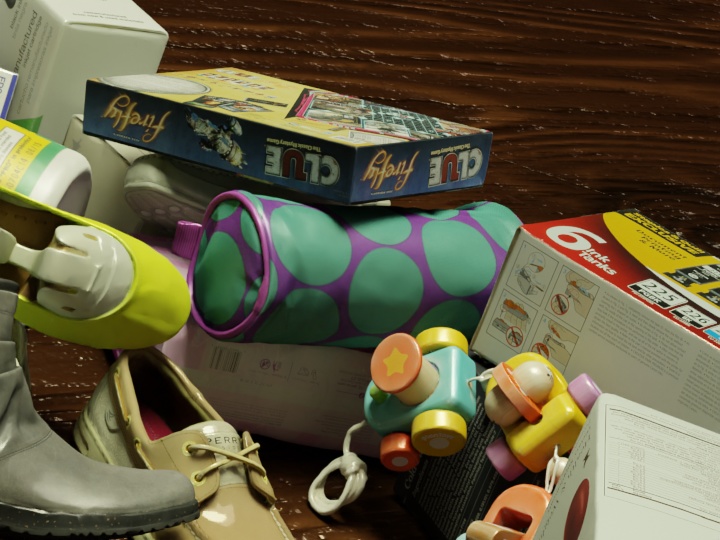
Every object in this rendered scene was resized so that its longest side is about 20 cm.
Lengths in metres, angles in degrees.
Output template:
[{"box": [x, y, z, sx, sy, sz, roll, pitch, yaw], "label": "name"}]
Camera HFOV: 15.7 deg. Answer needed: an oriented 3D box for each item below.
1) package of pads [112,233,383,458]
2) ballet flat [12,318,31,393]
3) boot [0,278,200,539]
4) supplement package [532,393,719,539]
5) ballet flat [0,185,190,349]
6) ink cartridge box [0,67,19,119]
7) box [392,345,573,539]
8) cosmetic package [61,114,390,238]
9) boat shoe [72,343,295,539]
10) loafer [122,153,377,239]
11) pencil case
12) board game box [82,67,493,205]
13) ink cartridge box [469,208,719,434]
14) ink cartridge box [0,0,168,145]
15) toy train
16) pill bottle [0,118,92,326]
[{"box": [-0.045, 0.047, 1.536, 0.200, 0.076, 0.121, 12, 22, -24], "label": "package of pads"}, {"box": [-0.200, 0.055, 1.380, 0.069, 0.070, 0.200, 15, 22, -16], "label": "ballet flat"}, {"box": [-0.168, 0.066, 1.263, 0.200, 0.132, 0.070, 4, -11, -33], "label": "boot"}, {"box": [0.139, 0.197, 1.188, 0.147, 0.192, 0.200, 20, 20, -2], "label": "supplement package"}, {"box": [-0.181, -0.011, 1.373, 0.200, 0.067, 0.067, 25, -7, -9], "label": "ballet flat"}, {"box": [-0.321, -0.107, 1.615, 0.200, 0.095, 0.037, 17, -12, -8], "label": "ink cartridge box"}, {"box": [0.153, 0.136, 1.472, 0.200, 0.104, 0.182, 7, 24, -34], "label": "box"}, {"box": [-0.094, -0.036, 1.673, 0.200, 0.087, 0.103, 3, 29, -42], "label": "cosmetic package"}, {"box": [-0.087, 0.107, 1.360, 0.074, 0.067, 0.200, 2, 28, -41], "label": "boat shoe"}, {"box": [-0.064, -0.044, 1.575, 0.070, 0.070, 0.200, -4, -15, 40], "label": "loafer"}, {"box": [0.000, 0.000, 1.475, 0.200, 0.085, 0.092, 2, 26, -37], "label": "pencil case"}, {"box": [-0.043, -0.080, 1.516, 0.200, 0.035, 0.135, 16, 16, 35], "label": "board game box"}, {"box": [0.195, 0.048, 1.465, 0.200, 0.084, 0.175, 32, 23, 28], "label": "ink cartridge box"}, {"box": [-0.227, -0.138, 1.714, 0.084, 0.146, 0.200, 2, 27, -39], "label": "ink cartridge box"}, {"box": [0.047, 0.099, 1.383, 0.200, 0.150, 0.056, 22, -16, 47], "label": "toy train"}, {"box": [-0.267, -0.053, 1.511, 0.200, 0.113, 0.113, 23, 21, 5], "label": "pill bottle"}]
